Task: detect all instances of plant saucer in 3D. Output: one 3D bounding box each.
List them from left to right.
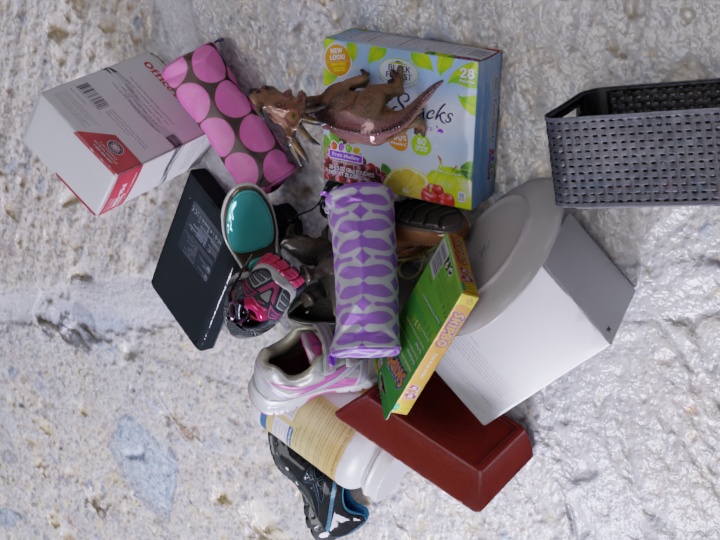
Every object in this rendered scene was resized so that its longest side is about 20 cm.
[{"bbox_3d":[0.096,0.179,1.410,0.198,0.199,0.037,32,114,18],"label":"plant saucer"}]

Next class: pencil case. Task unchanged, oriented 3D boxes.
[{"bbox_3d":[-0.158,-0.184,1.494,0.090,0.094,0.202,-32,90,-7],"label":"pencil case"},{"bbox_3d":[0.000,0.000,1.333,0.084,0.084,0.203,-6,76,10],"label":"pencil case"}]

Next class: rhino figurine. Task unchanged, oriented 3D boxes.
[{"bbox_3d":[-0.031,0.009,1.435,0.200,0.086,0.060,49,141,33],"label":"rhino figurine"}]

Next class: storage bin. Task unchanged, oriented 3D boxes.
[{"bbox_3d":[0.294,-0.125,1.185,0.197,0.135,0.095,0,110,33],"label":"storage bin"}]

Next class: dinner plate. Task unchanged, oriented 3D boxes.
[{"bbox_3d":[0.142,-0.020,1.300,0.024,0.202,0.200,34,130,-18],"label":"dinner plate"}]

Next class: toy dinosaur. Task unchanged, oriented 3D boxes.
[{"bbox_3d":[-0.010,-0.162,1.287,0.197,0.135,0.087,4,110,32],"label":"toy dinosaur"}]

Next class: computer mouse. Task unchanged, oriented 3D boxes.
[{"bbox_3d":[-0.071,-0.072,1.517,0.198,0.034,0.059,-25,84,36],"label":"computer mouse"}]

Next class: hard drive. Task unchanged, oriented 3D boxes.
[{"bbox_3d":[-0.212,-0.013,1.608,0.140,0.033,0.202,49,130,29],"label":"hard drive"}]

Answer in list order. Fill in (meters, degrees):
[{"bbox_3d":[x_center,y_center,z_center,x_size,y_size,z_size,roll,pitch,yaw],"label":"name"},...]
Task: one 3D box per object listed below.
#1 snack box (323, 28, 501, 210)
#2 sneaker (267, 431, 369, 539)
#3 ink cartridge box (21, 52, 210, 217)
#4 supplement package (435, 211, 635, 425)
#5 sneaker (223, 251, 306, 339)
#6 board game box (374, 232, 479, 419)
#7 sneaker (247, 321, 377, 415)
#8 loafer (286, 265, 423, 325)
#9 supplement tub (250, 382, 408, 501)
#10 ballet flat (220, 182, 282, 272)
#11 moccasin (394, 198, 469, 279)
[{"bbox_3d":[0.055,-0.174,1.367,0.197,0.068,0.171,14,116,27],"label":"snack box"},{"bbox_3d":[-0.058,0.269,1.638,0.081,0.073,0.202,-23,102,21],"label":"sneaker"},{"bbox_3d":[-0.297,-0.174,1.516,0.147,0.199,0.083,45,130,9],"label":"ink cartridge box"},{"bbox_3d":[0.183,0.055,1.338,0.122,0.120,0.199,48,128,-5],"label":"supplement package"},{"bbox_3d":[-0.133,0.041,1.442,0.080,0.075,0.200,40,154,-1],"label":"sneaker"},{"bbox_3d":[0.067,0.066,1.313,0.030,0.096,0.201,15,127,-22],"label":"board game box"},{"bbox_3d":[-0.039,0.102,1.429,0.082,0.198,0.089,59,164,27],"label":"sneaker"},{"bbox_3d":[-0.004,0.038,1.493,0.198,0.070,0.071,-14,102,37],"label":"loafer"},{"bbox_3d":[-0.024,0.181,1.520,0.199,0.144,0.146,34,125,17],"label":"supplement tub"},{"bbox_3d":[-0.128,-0.037,1.483,0.069,0.070,0.202,12,137,29],"label":"ballet flat"},{"bbox_3d":[0.052,-0.037,1.408,0.200,0.073,0.079,-5,115,46],"label":"moccasin"}]
